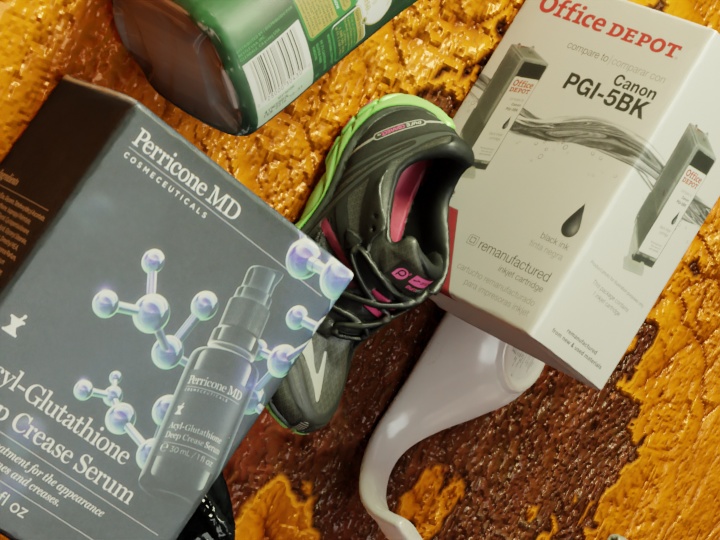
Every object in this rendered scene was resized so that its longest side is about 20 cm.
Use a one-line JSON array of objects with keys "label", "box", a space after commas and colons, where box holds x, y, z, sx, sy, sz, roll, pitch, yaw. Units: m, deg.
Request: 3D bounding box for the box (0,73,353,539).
[{"label": "box", "box": [-0.129, 0.033, 0.983, 0.148, 0.107, 0.200, 38, 82, -29]}]

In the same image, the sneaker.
[{"label": "sneaker", "box": [0.000, 0.000, 1.127, 0.077, 0.084, 0.201, 16, 99, -45]}]

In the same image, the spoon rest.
[{"label": "spoon rest", "box": [0.057, 0.079, 1.251, 0.200, 0.060, 0.100, -57, 139, -24]}]

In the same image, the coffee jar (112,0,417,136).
[{"label": "coffee jar", "box": [-0.020, -0.158, 1.015, 0.200, 0.104, 0.086, -39, 135, -23]}]

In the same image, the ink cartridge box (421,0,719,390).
[{"label": "ink cartridge box", "box": [0.121, -0.055, 1.167, 0.083, 0.147, 0.201, 36, 84, -44]}]

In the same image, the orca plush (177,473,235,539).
[{"label": "orca plush", "box": [-0.101, 0.143, 1.114, 0.105, 0.071, 0.201, -27, 127, -31]}]

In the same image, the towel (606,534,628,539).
[{"label": "towel", "box": [0.173, 0.296, 1.484, 0.200, 0.034, 0.193, 34, 89, -49]}]
